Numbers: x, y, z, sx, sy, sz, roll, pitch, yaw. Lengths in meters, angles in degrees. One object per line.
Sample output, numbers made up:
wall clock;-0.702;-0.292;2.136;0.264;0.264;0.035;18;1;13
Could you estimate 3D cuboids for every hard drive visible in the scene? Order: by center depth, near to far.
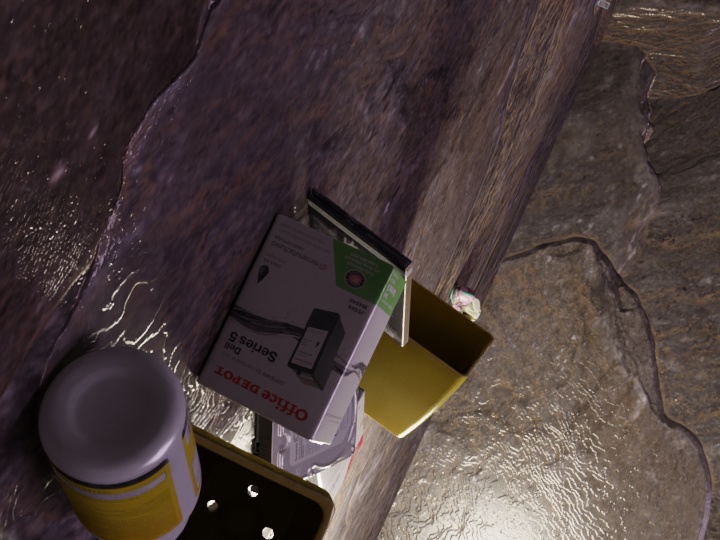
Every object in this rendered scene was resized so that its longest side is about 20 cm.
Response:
hard drive;-0.069;0.203;1.364;0.199;0.038;0.141;-12;107;-56

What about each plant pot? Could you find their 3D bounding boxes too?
plant pot;-0.143;0.281;1.086;0.200;0.193;0.197;61;53;-84
plant pot;0.074;0.152;1.701;0.177;0.199;0.200;-59;170;23

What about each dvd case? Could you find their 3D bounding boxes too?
dvd case;0.000;0.000;1.221;0.016;0.148;0.201;-45;159;-20

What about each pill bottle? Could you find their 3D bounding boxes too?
pill bottle;-0.189;0.158;0.842;0.112;0.111;0.201;-57;164;-32

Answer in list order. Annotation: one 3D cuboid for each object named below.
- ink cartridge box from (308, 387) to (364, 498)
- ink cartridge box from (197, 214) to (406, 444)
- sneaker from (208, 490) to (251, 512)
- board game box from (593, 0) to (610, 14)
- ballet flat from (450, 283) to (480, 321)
ink cartridge box;-0.060;0.264;1.568;0.148;0.085;0.201;-58;162;-29
ink cartridge box;-0.061;0.065;1.100;0.201;0.144;0.084;-65;165;-6
sneaker;-0.192;0.342;1.249;0.200;0.074;0.091;-59;158;-51
board game box;0.675;-0.768;2.721;0.158;0.039;0.202;-44;155;-57
ballet flat;0.258;0.087;2.512;0.070;0.071;0.200;-63;166;-14
